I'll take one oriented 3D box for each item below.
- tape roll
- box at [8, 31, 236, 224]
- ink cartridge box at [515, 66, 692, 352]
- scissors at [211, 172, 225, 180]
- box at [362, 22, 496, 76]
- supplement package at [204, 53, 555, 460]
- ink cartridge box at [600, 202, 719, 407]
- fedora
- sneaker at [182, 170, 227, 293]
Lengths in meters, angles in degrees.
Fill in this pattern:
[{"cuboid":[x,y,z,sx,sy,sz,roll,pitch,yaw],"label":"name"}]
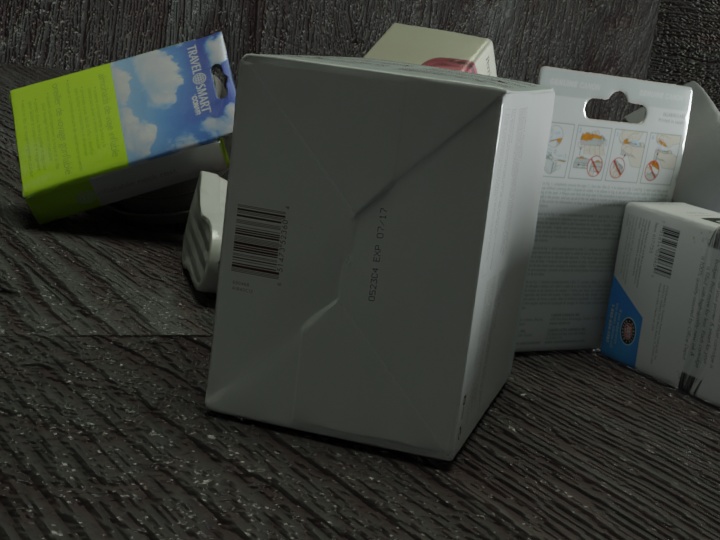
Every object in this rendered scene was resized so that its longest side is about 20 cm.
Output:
[{"cuboid":[0.289,-0.051,1.059,0.065,0.202,0.200,-27,6,11],"label":"tape roll"},{"cuboid":[-0.202,-0.127,1.133,0.197,0.123,0.048,-16,-32,-2],"label":"box"},{"cuboid":[0.155,-0.043,0.937,0.158,0.203,0.047,0,15,-36],"label":"ink cartridge box"},{"cuboid":[-0.069,-0.038,1.075,0.198,0.074,0.014,16,41,43],"label":"scissors"},{"cuboid":[0.039,-0.114,1.176,0.108,0.129,0.201,14,47,27],"label":"box"},{"cuboid":[0.018,-0.021,0.751,0.145,0.195,0.200,10,11,14],"label":"supplement package"},{"cuboid":[0.261,0.030,0.878,0.067,0.118,0.199,0,15,-32],"label":"ink cartridge box"},{"cuboid":[-0.178,-0.130,1.227,0.175,0.091,0.200,24,41,26],"label":"fedora"},{"cuboid":[-0.078,-0.021,1.019,0.114,0.075,0.200,10,18,-16],"label":"sneaker"}]
